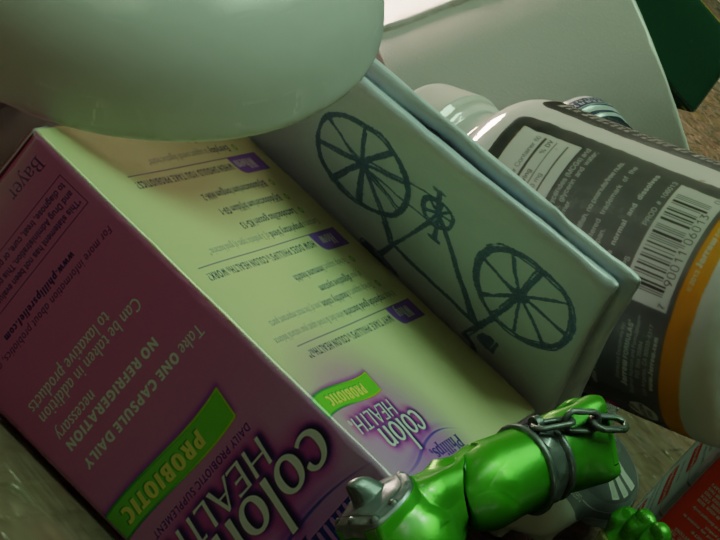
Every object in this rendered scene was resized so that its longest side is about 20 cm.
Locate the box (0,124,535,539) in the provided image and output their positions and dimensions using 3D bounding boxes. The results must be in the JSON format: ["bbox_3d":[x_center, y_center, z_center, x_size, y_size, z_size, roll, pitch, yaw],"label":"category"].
[{"bbox_3d":[-0.051,0.038,0.953,0.200,0.097,0.176,43,18,9],"label":"box"}]

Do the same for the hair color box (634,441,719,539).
[{"bbox_3d":[0.193,0.099,1.139,0.061,0.200,0.102,42,18,2],"label":"hair color box"}]

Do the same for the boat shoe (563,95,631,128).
[{"bbox_3d":[0.113,0.018,1.199,0.071,0.201,0.091,-15,44,-29],"label":"boat shoe"}]

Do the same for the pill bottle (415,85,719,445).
[{"bbox_3d":[0.102,-0.009,1.064,0.199,0.117,0.116,23,7,31],"label":"pill bottle"}]

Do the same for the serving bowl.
[{"bbox_3d":[-0.084,-0.137,0.944,0.199,0.066,0.201,7,40,-6],"label":"serving bowl"}]

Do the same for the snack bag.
[{"bbox_3d":[0.021,0.005,1.032,0.188,0.200,0.021,39,55,15],"label":"snack bag"}]

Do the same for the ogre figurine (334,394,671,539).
[{"bbox_3d":[0.043,0.148,0.829,0.119,0.201,0.098,4,13,-34],"label":"ogre figurine"}]

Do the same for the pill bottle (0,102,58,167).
[{"bbox_3d":[-0.120,-0.088,1.073,0.200,0.116,0.117,20,27,-49],"label":"pill bottle"}]

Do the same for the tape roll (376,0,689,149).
[{"bbox_3d":[0.094,-0.077,1.320,0.203,0.139,0.204,-20,90,-89],"label":"tape roll"}]

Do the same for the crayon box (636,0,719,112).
[{"bbox_3d":[0.119,-0.189,1.495,0.172,0.058,0.200,42,-9,-31],"label":"crayon box"}]

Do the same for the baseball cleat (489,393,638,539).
[{"bbox_3d":[0.112,0.079,1.174,0.070,0.107,0.200,29,13,12],"label":"baseball cleat"}]
